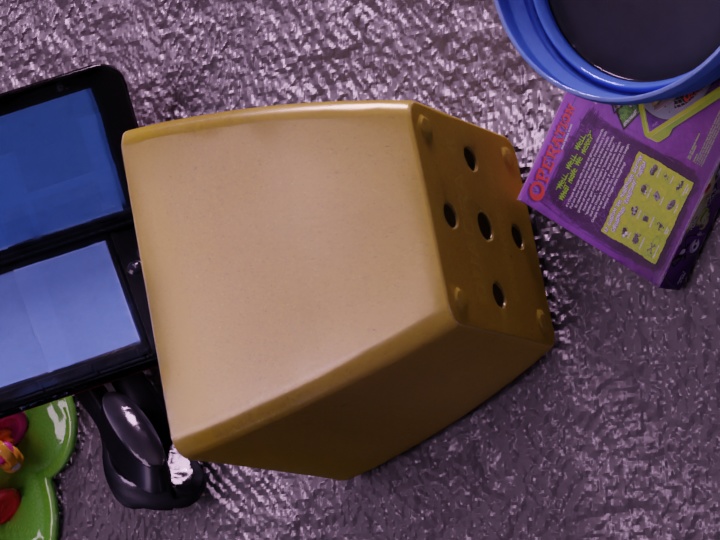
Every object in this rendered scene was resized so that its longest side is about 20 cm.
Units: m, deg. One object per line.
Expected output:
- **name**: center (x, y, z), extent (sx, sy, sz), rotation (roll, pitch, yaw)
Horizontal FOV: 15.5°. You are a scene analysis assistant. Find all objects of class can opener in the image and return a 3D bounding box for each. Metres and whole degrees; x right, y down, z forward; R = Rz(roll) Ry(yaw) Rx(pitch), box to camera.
- **can opener**: center (-0.162, 0.086, 1.776), extent (0.200, 0.063, 0.079), rotation (55, 147, 41)

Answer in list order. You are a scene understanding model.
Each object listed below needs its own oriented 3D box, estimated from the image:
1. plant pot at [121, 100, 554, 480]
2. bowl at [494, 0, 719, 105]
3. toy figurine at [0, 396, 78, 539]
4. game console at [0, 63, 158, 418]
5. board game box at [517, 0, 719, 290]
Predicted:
- **plant pot**: center (0.000, 0.000, 1.562), extent (0.176, 0.200, 0.200), rotation (-19, 73, 26)
- **bowl**: center (0.162, -0.192, 1.494), extent (0.200, 0.039, 0.201), rotation (-6, 81, 40)
- **toy figurine**: center (-0.307, 0.155, 1.797), extent (0.150, 0.184, 0.200), rotation (43, 112, 25)
- **game console**: center (-0.222, -0.012, 1.726), extent (0.200, 0.119, 0.173), rotation (-18, 59, -7)
- **board game box**: center (0.177, -0.104, 1.514), extent (0.120, 0.032, 0.200), rotation (34, 107, 34)
